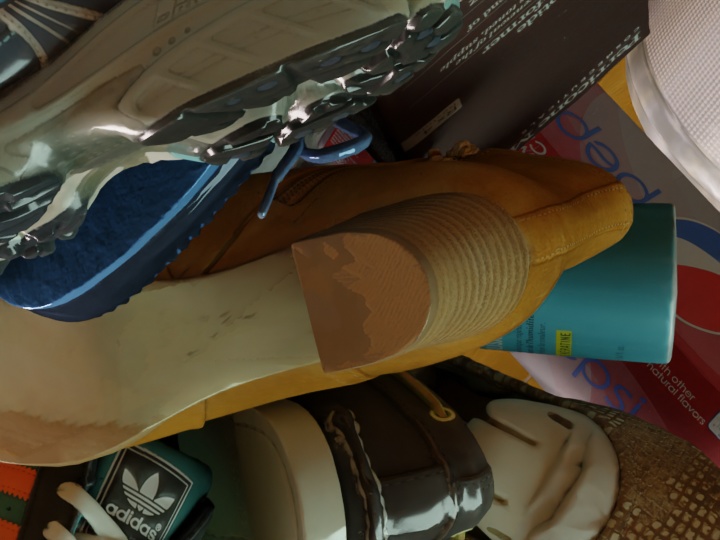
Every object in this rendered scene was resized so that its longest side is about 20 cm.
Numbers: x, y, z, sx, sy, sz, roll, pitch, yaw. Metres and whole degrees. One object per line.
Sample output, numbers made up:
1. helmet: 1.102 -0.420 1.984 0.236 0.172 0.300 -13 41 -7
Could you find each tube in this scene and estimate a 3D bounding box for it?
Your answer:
1. tube: 0.000 0.000 0.867 0.200 0.050 0.077 2 164 6

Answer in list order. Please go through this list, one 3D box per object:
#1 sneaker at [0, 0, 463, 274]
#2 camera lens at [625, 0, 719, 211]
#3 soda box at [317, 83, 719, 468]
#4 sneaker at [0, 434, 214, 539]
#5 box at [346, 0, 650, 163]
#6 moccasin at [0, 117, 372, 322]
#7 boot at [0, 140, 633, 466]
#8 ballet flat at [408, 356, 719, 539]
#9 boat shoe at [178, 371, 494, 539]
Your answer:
1. sneaker: -0.082 -0.050 0.591 0.200 0.086 0.078 -21 167 5
2. camera lens: 0.216 -0.109 1.108 0.160 0.160 0.200 -29 162 -47
3. soda box: 0.082 -0.005 0.958 0.070 0.200 0.063 -31 164 -42
4. sneaker: -0.085 0.082 0.762 0.080 0.071 0.200 -34 -146 26
5. box: 0.026 -0.087 0.806 0.100 0.075 0.200 -41 170 -1
6. moccasin: -0.017 -0.066 0.665 0.200 0.080 0.068 -51 152 14
7. boot: -0.034 0.005 0.764 0.201 0.071 0.144 -6 -174 25
8. ballet flat: 0.036 0.062 0.884 0.065 0.200 0.071 29 82 -48
9. boat shoe: -0.018 0.052 0.827 0.061 0.072 0.201 -10 -168 -15
